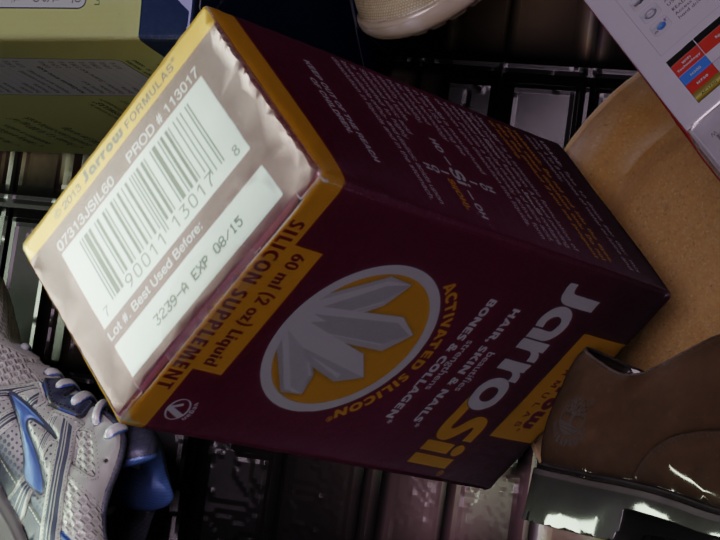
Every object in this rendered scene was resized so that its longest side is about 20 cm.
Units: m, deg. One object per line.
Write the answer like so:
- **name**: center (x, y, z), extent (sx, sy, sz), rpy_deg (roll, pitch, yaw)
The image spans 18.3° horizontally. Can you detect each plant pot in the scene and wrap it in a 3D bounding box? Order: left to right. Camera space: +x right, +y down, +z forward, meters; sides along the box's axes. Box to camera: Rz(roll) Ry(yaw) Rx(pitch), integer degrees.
- **plant pot**: center (0.140, 0.013, 0.800), extent (0.199, 0.027, 0.202), rpy_deg (-9, 76, 39)

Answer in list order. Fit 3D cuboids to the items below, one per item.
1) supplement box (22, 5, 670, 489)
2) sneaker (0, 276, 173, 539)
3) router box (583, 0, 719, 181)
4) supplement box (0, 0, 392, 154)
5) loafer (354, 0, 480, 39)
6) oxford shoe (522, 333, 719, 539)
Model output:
- **supplement box**: center (0.000, 0.000, 0.772), extent (0.110, 0.199, 0.086), rpy_deg (-49, 53, 21)
- **sneaker**: center (-0.116, 0.077, 0.879), extent (0.085, 0.077, 0.201), rpy_deg (-25, 59, 4)
- **router box**: center (0.168, -0.142, 0.784), extent (0.200, 0.049, 0.180), rpy_deg (-39, 37, 10)
- **supplement box**: center (-0.109, -0.127, 0.849), extent (0.198, 0.200, 0.135), rpy_deg (3, 81, 20)
- **loafer**: center (0.041, -0.178, 0.847), extent (0.075, 0.068, 0.201), rpy_deg (0, 57, 52)
- **oxford shoe**: center (0.139, 0.056, 0.728), extent (0.199, 0.072, 0.085), rpy_deg (6, 83, 41)
